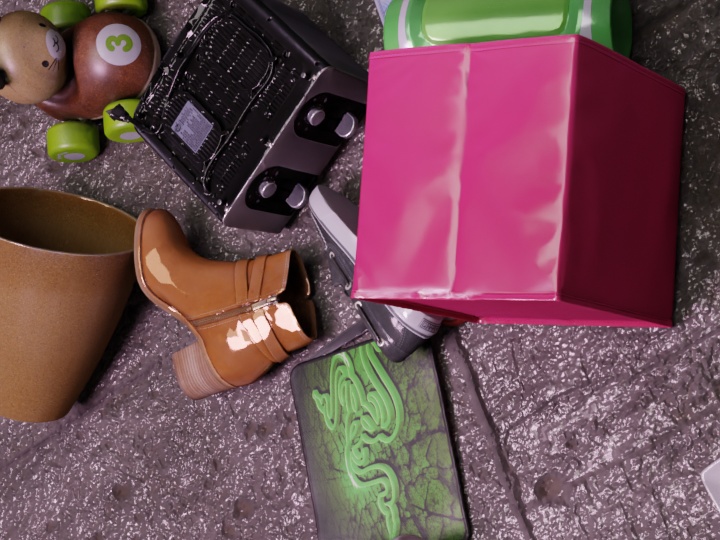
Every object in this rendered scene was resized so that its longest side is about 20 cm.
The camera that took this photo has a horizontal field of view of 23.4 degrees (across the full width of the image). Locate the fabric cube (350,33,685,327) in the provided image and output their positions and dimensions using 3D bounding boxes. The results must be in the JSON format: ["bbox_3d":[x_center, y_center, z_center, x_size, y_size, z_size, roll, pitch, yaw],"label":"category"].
[{"bbox_3d":[0.129,-0.064,1.391,0.199,0.196,0.201,0,84,35],"label":"fabric cube"}]

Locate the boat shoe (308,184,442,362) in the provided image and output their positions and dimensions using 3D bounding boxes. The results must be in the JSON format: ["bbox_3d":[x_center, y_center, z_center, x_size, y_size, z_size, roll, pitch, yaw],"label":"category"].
[{"bbox_3d":[0.000,0.000,1.541,0.057,0.068,0.200,-51,49,17],"label":"boat shoe"}]

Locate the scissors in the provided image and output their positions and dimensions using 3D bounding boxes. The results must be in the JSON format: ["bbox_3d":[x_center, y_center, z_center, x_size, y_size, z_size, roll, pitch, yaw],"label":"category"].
[{"bbox_3d":[0.022,0.031,1.567,0.199,0.014,0.074,-18,74,34],"label":"scissors"}]

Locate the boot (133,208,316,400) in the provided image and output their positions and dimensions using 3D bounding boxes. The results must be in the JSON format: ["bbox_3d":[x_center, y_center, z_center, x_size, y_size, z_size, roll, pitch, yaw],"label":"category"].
[{"bbox_3d":[-0.124,0.009,1.642,0.154,0.074,0.201,-27,79,31],"label":"boot"}]

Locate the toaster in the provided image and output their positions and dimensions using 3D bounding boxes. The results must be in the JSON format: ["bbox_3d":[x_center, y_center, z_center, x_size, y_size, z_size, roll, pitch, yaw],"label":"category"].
[{"bbox_3d":[-0.105,-0.156,1.625,0.200,0.118,0.181,44,107,32],"label":"toaster"}]

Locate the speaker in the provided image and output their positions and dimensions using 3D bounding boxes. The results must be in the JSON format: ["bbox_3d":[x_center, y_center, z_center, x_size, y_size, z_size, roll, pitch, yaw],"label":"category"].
[{"bbox_3d":[0.124,-0.202,1.468,0.199,0.088,0.089,-1,81,24],"label":"speaker"}]

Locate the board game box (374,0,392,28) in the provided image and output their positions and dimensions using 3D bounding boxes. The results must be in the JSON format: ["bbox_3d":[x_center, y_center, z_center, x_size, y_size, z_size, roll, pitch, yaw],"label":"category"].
[{"bbox_3d":[0.054,-0.312,1.573,0.200,0.062,0.201,37,103,35],"label":"board game box"}]

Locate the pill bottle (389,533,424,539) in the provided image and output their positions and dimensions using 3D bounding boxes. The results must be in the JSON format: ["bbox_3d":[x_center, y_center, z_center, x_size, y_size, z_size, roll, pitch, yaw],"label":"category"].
[{"bbox_3d":[-0.023,0.301,1.483,0.200,0.119,0.120,-29,66,29],"label":"pill bottle"}]

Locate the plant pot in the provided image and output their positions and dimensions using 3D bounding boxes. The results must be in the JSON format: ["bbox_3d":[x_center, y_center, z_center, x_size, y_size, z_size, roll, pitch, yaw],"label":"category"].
[{"bbox_3d":[-0.319,0.041,1.728,0.186,0.186,0.201,28,114,36],"label":"plant pot"}]

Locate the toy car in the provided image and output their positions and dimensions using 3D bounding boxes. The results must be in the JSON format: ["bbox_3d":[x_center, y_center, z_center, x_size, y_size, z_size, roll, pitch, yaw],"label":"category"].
[{"bbox_3d":[-0.315,-0.217,1.738,0.157,0.200,0.165,-16,73,33],"label":"toy car"}]

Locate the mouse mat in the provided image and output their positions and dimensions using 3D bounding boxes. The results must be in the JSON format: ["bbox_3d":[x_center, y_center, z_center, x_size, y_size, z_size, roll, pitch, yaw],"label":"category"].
[{"bbox_3d":[0.014,0.162,1.545,0.160,0.008,0.201,-20,73,32],"label":"mouse mat"}]

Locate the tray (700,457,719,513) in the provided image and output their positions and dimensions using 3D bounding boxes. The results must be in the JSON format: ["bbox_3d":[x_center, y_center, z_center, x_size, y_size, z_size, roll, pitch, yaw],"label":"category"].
[{"bbox_3d":[0.345,0.207,1.292,0.107,0.022,0.201,-41,61,24],"label":"tray"}]
